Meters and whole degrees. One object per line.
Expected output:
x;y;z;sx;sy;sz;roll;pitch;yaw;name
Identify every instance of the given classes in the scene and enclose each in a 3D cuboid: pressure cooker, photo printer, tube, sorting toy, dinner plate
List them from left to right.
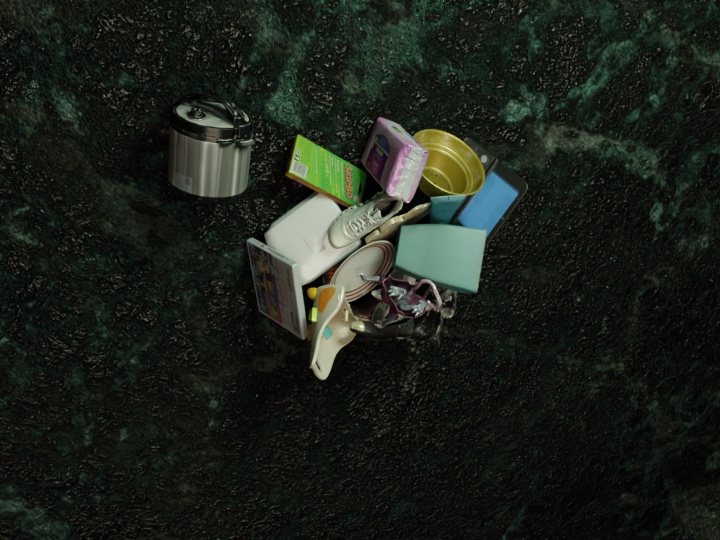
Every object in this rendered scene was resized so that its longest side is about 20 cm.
-0.305;-0.259;1.360;0.170;0.180;0.205;2;119;-16;pressure cooker
-0.118;-0.074;1.566;0.197;0.070;0.169;-34;100;4;photo printer
-0.082;0.152;1.556;0.103;0.185;0.201;6;156;14;sorting toy
0.000;0.000;1.608;0.197;0.024;0.203;-31;150;-20;dinner plate
0.188;-0.141;1.512;0.075;0.200;0.052;-8;82;0;tube

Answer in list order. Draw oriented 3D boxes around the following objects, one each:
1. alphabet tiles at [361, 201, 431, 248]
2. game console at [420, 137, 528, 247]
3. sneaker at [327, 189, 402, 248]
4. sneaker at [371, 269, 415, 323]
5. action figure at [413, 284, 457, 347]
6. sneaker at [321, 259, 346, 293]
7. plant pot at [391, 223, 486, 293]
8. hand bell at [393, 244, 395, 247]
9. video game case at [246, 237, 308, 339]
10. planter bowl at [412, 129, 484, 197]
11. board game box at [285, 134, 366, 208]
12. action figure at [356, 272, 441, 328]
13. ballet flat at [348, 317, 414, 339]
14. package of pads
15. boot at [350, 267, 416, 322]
0.092;-0.110;1.585;0.194;0.015;0.198;-35;172;36;alphabet tiles
0.276;-0.187;1.632;0.173;0.117;0.202;27;107;-29;game console
0.011;-0.117;1.494;0.197;0.081;0.076;-35;102;2;sneaker
0.104;0.074;1.688;0.097;0.078;0.204;15;112;-31;sneaker
0.202;0.091;1.776;0.116;0.102;0.205;23;70;0;action figure
-0.062;0.028;1.664;0.073;0.079;0.205;-16;123;-9;sneaker
0.178;-0.036;1.568;0.193;0.141;0.146;10;87;-3;plant pot
0.119;-0.054;1.690;0.193;0.105;0.107;-1;121;-2;hand bell
-0.196;0.042;1.575;0.023;0.180;0.205;-29;129;-34;video game case
0.187;-0.228;1.559;0.194;0.205;0.084;7;143;-22;planter bowl
-0.074;-0.220;1.516;0.196;0.030;0.098;24;65;-26;board game box
0.081;0.048;1.566;0.145;0.200;0.138;-22;96;-12;action figure
0.051;0.134;1.619;0.196;0.066;0.059;6;89;-39;ballet flat
0.074;-0.248;1.478;0.074;0.201;0.123;13;113;-26;package of pads
0.055;0.046;1.734;0.193;0.072;0.172;0;107;-17;boot
